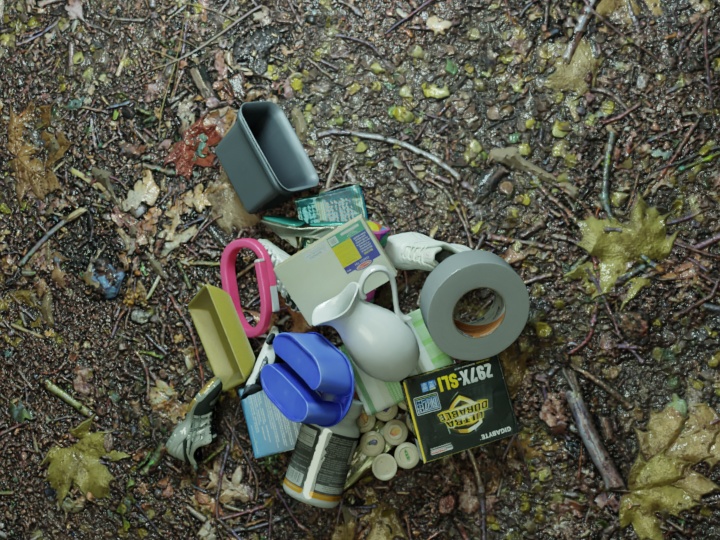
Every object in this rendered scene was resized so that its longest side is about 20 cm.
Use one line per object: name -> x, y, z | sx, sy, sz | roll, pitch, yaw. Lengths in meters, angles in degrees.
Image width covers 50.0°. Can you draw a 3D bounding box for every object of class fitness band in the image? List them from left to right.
fitness band -> -0.229, 0.036, 1.569 | 0.143, 0.037, 0.203 | -7, 92, 43

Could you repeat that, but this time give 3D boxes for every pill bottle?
pill bottle -> -0.067, 0.336, 1.467 | 0.115, 0.116, 0.202 | 17, 86, 11

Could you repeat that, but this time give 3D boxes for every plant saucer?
plant saucer -> -0.275, 0.135, 1.558 | 0.048, 0.200, 0.202 | -20, 84, -27

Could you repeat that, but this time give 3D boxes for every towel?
towel -> -0.049, -0.064, 1.576 | 0.145, 0.022, 0.203 | -12, 87, 12
towel -> 0.072, 0.178, 1.523 | 0.198, 0.031, 0.150 | -25, 82, -5

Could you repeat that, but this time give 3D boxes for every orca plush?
orca plush -> -0.170, 0.188, 1.524 | 0.070, 0.200, 0.106 | 23, 111, -3

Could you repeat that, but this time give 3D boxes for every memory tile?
memory tile -> 0.059, 0.294, 1.515 | 0.152, 0.017, 0.202 | -24, 73, -4

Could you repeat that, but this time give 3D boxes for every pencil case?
pencil case -> 0.000, 0.000, 1.507 | 0.087, 0.088, 0.202 | 19, 110, 11

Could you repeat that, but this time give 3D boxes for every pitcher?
pitcher -> 0.035, 0.100, 1.429 | 0.171, 0.122, 0.200 | -42, 112, 12

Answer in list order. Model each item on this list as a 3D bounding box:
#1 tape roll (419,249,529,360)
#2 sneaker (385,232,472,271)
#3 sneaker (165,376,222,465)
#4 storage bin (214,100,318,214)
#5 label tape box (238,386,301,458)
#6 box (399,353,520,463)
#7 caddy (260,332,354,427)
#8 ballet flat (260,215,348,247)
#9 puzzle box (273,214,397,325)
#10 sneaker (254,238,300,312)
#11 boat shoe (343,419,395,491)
tape roll -> 0.214, 0.066, 1.450 | 0.198, 0.066, 0.203 | -4, 114, -8
sneaker -> 0.127, -0.034, 1.499 | 0.197, 0.099, 0.079 | 7, 91, 12
sneaker -> -0.324, 0.315, 1.607 | 0.087, 0.076, 0.201 | 32, 107, 3
storage bin -> -0.195, -0.220, 1.560 | 0.134, 0.145, 0.201 | -33, 83, 37
label tape box -> -0.133, 0.284, 1.567 | 0.198, 0.066, 0.145 | -15, 86, 3
box -> 0.189, 0.261, 1.478 | 0.198, 0.049, 0.162 | -14, 85, -10
caddy -> -0.091, 0.197, 1.409 | 0.200, 0.104, 0.143 | 37, 109, 44
ballet flat -> -0.108, -0.071, 1.546 | 0.197, 0.067, 0.065 | 5, 103, 13
puzzle box -> -0.046, 0.001, 1.450 | 0.199, 0.025, 0.134 | -29, 103, 11
sneaker -> -0.146, 0.005, 1.566 | 0.200, 0.080, 0.076 | 46, 134, 30
boat shoe -> -0.012, 0.386, 1.543 | 0.200, 0.073, 0.063 | -41, 76, -2
